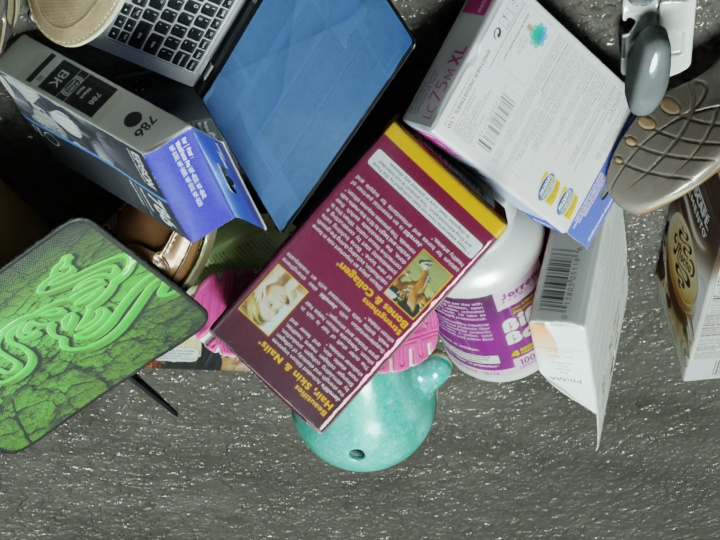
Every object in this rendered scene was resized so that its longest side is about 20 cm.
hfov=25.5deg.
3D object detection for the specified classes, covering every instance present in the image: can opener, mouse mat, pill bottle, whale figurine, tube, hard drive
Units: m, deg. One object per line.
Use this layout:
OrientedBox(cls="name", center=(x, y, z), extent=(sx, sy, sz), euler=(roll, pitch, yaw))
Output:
OrientedBox(cls="can opener", center=(0.208, -0.194, 1.086), extent=(0.052, 0.067, 0.201), euler=(-7, 139, 1))
OrientedBox(cls="mouse mat", center=(-0.224, 0.052, 1.126), extent=(0.199, 0.008, 0.161), euler=(-35, 138, 12))
OrientedBox(cls="pill bottle", center=(0.098, -0.006, 1.269), extent=(0.111, 0.113, 0.201), euler=(-14, 144, 8))
OrientedBox(cls="whale figurine", center=(-0.002, 0.093, 1.344), extent=(0.157, 0.104, 0.201), euler=(1, 139, 7))
OrientedBox(cls="tube", center=(-0.140, -0.008, 1.226), extent=(0.198, 0.058, 0.052), euler=(-14, 110, 13))
OrientedBox(cls="hard drive", center=(-0.068, -0.104, 1.173), extent=(0.198, 0.033, 0.140), euler=(-10, 143, 2))

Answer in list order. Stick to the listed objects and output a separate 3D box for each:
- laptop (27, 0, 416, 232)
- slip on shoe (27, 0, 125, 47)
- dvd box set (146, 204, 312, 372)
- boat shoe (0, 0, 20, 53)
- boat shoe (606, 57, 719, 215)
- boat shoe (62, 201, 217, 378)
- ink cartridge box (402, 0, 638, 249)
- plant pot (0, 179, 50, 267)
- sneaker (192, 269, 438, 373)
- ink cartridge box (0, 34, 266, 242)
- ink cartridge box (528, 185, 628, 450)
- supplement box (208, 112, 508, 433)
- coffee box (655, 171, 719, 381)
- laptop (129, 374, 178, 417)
OrientedBox(cls="laptop", center=(-0.095, -0.154, 1.005), extent=(0.198, 0.117, 0.188), euler=(21, 133, -20))
OrientedBox(cls="slip on shoe", center=(-0.165, -0.211, 0.963), extent=(0.076, 0.061, 0.200), euler=(40, 131, 2))
OrientedBox(cls="dvd box set", center=(-0.109, 0.018, 1.328), extent=(0.145, 0.030, 0.201), euler=(3, 142, -15))
OrientedBox(cls="boat shoe", center=(-0.244, -0.198, 0.980), extent=(0.074, 0.074, 0.201), euler=(-6, 143, -4))
OrientedBox(cls="boat shoe", center=(0.268, -0.109, 1.167), extent=(0.200, 0.076, 0.072), euler=(-40, 148, 9))
OrientedBox(cls="boat shoe", center=(-0.164, -0.004, 1.149), extent=(0.068, 0.072, 0.201), euler=(3, 120, -45))
OrientedBox(cls="ink cartridge box", center=(0.127, -0.110, 1.144), extent=(0.199, 0.042, 0.120), euler=(32, 85, -39))
OrientedBox(cls="plant pot", center=(-0.319, -0.022, 1.135), extent=(0.186, 0.188, 0.199), euler=(-31, 152, 27))
OrientedBox(cls="sneaker", center=(-0.038, 0.035, 1.248), extent=(0.198, 0.082, 0.088), euler=(8, 176, -12))
OrientedBox(cls="ink cartridge box", center=(-0.157, -0.083, 1.072), extent=(0.039, 0.199, 0.100), euler=(-49, 146, -19))
OrientedBox(cls="ink cartridge box", center=(0.180, 0.027, 1.288), extent=(0.050, 0.163, 0.201), euler=(8, 149, 15))
OrientedBox(cls="supplement box", center=(0.000, 0.000, 1.135), extent=(0.110, 0.086, 0.200), euler=(42, 100, -3))
OrientedBox(cls="coffee box", center=(0.301, -0.014, 1.297), extent=(0.079, 0.114, 0.201), euler=(-6, 142, -4))
OrientedBox(cls="laptop", center=(-0.279, 0.075, 1.310), extent=(0.198, 0.104, 0.177), euler=(-22, 141, 18))
